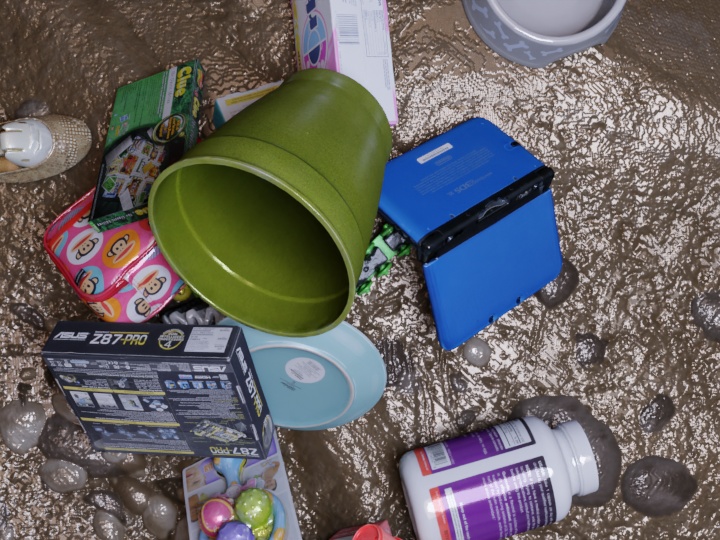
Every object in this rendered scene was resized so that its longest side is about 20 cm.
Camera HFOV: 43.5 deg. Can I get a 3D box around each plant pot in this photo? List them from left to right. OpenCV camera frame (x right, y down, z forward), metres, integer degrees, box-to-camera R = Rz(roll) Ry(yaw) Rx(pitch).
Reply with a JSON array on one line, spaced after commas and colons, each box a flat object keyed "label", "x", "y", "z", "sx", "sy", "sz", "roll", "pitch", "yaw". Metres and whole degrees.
[{"label": "plant pot", "x": -0.061, "y": -0.080, "z": 0.831, "sx": 0.198, "sy": 0.201, "sz": 0.194, "roll": 30, "pitch": 51, "yaw": -1}]

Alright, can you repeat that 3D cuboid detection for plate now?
[{"label": "plate", "x": -0.071, "y": 0.112, "z": 0.925, "sx": 0.196, "sy": 0.202, "sz": 0.026, "roll": 10, "pitch": 45, "yaw": -2}]

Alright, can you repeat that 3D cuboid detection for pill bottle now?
[{"label": "pill bottle", "x": 0.145, "y": 0.224, "z": 0.958, "sx": 0.196, "sy": 0.112, "sz": 0.115, "roll": -15, "pitch": 89, "yaw": -3}]

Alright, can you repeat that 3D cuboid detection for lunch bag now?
[{"label": "lunch bag", "x": -0.224, "y": -0.053, "z": 0.937, "sx": 0.200, "sy": 0.082, "sz": 0.176, "roll": -43, "pitch": 47, "yaw": -10}]

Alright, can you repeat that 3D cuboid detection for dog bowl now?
[{"label": "dog bowl", "x": 0.212, "y": -0.332, "z": 1.007, "sx": 0.196, "sy": 0.059, "sz": 0.205, "roll": 0, "pitch": 87, "yaw": -2}]

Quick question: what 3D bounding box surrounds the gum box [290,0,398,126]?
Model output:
[{"label": "gum box", "x": -0.022, "y": -0.243, "z": 0.956, "sx": 0.065, "sy": 0.113, "sz": 0.205, "roll": -5, "pitch": 88, "yaw": -24}]

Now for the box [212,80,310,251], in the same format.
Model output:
[{"label": "box", "x": -0.084, "y": -0.096, "z": 0.958, "sx": 0.081, "sy": 0.049, "sz": 0.203, "roll": -19, "pitch": 76, "yaw": -20}]

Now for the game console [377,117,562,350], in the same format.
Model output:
[{"label": "game console", "x": 0.111, "y": -0.046, "z": 0.974, "sx": 0.198, "sy": 0.120, "sz": 0.171, "roll": -29, "pitch": 59, "yaw": -30}]

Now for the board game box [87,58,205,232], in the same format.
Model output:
[{"label": "board game box", "x": -0.215, "y": -0.131, "z": 0.923, "sx": 0.103, "sy": 0.024, "sz": 0.203, "roll": -16, "pitch": 48, "yaw": 17}]

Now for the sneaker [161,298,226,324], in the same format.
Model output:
[{"label": "sneaker", "x": -0.115, "y": 0.067, "z": 0.949, "sx": 0.197, "sy": 0.075, "sz": 0.083, "roll": -7, "pitch": 98, "yaw": 29}]

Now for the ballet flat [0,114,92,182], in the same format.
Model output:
[{"label": "ballet flat", "x": -0.390, "y": -0.126, "z": 0.966, "sx": 0.196, "sy": 0.065, "sz": 0.072, "roll": -14, "pitch": 89, "yaw": -3}]

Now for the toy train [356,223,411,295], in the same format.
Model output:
[{"label": "toy train", "x": 0.000, "y": 0.000, "z": 0.986, "sx": 0.200, "sy": 0.056, "sz": 0.042, "roll": -43, "pitch": 99, "yaw": -3}]

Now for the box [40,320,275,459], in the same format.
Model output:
[{"label": "box", "x": -0.197, "y": 0.123, "z": 0.905, "sx": 0.196, "sy": 0.050, "sz": 0.163, "roll": 0, "pitch": 132, "yaw": 13}]

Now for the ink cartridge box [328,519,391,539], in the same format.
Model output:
[{"label": "ink cartridge box", "x": -0.020, "y": 0.345, "z": 0.899, "sx": 0.066, "sy": 0.199, "sz": 0.119, "roll": -18, "pitch": 89, "yaw": 25}]

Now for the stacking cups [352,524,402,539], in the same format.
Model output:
[{"label": "stacking cups", "x": 0.060, "y": 0.326, "z": 0.933, "sx": 0.061, "sy": 0.060, "sz": 0.200, "roll": -48, "pitch": 119, "yaw": -4}]

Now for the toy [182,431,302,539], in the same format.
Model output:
[{"label": "toy", "x": -0.127, "y": 0.241, "z": 0.908, "sx": 0.113, "sy": 0.201, "sz": 0.048, "roll": -24, "pitch": 126, "yaw": 1}]

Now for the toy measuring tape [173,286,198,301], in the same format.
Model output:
[{"label": "toy measuring tape", "x": -0.127, "y": -0.034, "z": 0.972, "sx": 0.199, "sy": 0.074, "sz": 0.074, "roll": -38, "pitch": 90, "yaw": -3}]
